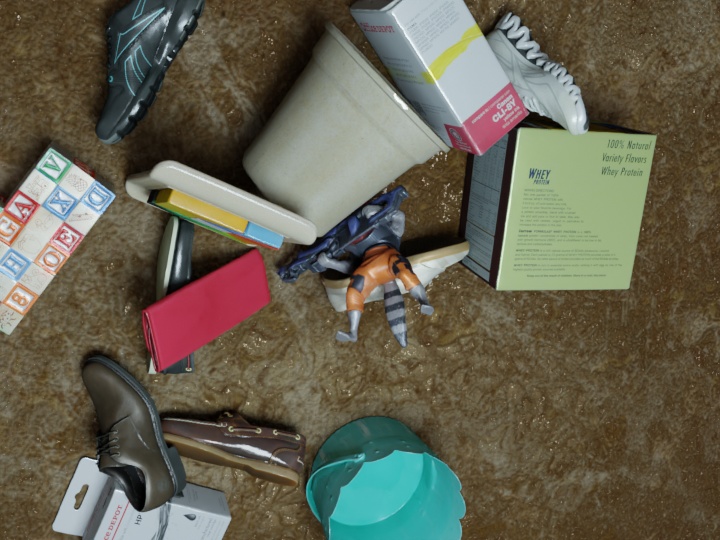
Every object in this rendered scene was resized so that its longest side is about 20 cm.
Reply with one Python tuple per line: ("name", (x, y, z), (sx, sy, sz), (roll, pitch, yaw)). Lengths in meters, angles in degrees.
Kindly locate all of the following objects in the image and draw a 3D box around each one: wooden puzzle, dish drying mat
("wooden puzzle", (-0.162, -0.063, 0.923), (0.184, 0.200, 0.038), (23, 80, -23))
("dish drying mat", (-0.178, 0.042, 0.980), (0.200, 0.018, 0.078), (-34, 124, -50))

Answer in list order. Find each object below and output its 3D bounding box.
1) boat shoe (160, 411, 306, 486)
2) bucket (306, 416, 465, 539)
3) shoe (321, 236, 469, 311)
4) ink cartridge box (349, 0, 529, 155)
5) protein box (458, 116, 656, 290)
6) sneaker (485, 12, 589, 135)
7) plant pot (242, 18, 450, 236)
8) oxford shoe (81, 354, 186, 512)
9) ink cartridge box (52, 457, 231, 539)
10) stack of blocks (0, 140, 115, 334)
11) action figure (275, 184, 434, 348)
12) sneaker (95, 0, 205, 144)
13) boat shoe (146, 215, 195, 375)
("boat shoe", (-0.167, 0.221, 1.083), (0.198, 0.070, 0.071), (20, 63, -14))
("bucket", (0.029, 0.309, 1.135), (0.205, 0.135, 0.209), (-5, 107, -17))
("shoe", (0.049, 0.002, 1.084), (0.198, 0.070, 0.054), (-16, 109, -4))
("ink cartridge box", (0.090, -0.246, 0.976), (0.083, 0.145, 0.200), (-39, 115, -4))
("protein box", (0.248, -0.091, 1.084), (0.196, 0.135, 0.202), (0, 107, -18))
("sneaker", (0.205, -0.225, 1.011), (0.081, 0.201, 0.075), (-34, 145, 5))
("plant pot", (-0.030, -0.148, 0.958), (0.183, 0.201, 0.200), (-44, 115, 12))
("oxford shoe", (-0.285, 0.197, 1.000), (0.072, 0.084, 0.201), (-27, 92, 35))
("ink cartridge box", (-0.283, 0.328, 1.073), (0.199, 0.067, 0.117), (22, 100, -23))
("stack of blocks", (-0.380, -0.045, 0.928), (0.115, 0.059, 0.201), (38, 92, -24))
("action figure", (0.000, 0.000, 1.014), (0.199, 0.195, 0.104), (-28, 139, 25))
("sneaker", (-0.247, -0.236, 0.917), (0.079, 0.075, 0.201), (29, 90, -10))
("boat shoe", (-0.217, 0.032, 1.000), (0.062, 0.074, 0.203), (3, 111, -18))
